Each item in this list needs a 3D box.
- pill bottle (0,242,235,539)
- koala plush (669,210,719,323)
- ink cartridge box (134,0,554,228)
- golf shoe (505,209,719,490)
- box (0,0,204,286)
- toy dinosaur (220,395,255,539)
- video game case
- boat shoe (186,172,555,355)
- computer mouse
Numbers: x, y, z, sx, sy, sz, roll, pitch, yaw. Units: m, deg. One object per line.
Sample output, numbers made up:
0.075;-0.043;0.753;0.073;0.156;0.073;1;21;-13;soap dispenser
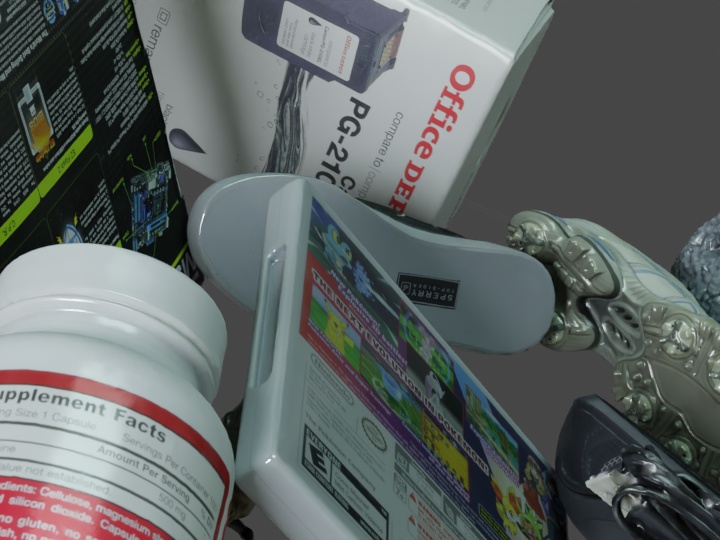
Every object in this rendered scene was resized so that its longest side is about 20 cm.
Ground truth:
-0.102;0.095;0.674;0.112;0.112;0.201;19;52;-11;pill bottle
0.290;0.032;1.055;0.176;0.184;0.201;2;52;-33;koala plush
-0.025;-0.109;1.035;0.199;0.145;0.084;28;34;4;ink cartridge box
0.158;0.037;1.029;0.097;0.079;0.200;-8;47;-50;golf shoe
-0.130;-0.032;0.822;0.047;0.194;0.200;-1;29;17;box
-0.026;0.077;0.869;0.088;0.048;0.200;20;29;3;toy dinosaur
0.023;0.084;0.822;0.200;0.023;0.183;49;24;-26;video game case
0.000;0.000;0.970;0.199;0.069;0.057;16;1;-33;boat shoe
0.125;0.107;0.864;0.138;0.053;0.200;37;3;-14;computer mouse
